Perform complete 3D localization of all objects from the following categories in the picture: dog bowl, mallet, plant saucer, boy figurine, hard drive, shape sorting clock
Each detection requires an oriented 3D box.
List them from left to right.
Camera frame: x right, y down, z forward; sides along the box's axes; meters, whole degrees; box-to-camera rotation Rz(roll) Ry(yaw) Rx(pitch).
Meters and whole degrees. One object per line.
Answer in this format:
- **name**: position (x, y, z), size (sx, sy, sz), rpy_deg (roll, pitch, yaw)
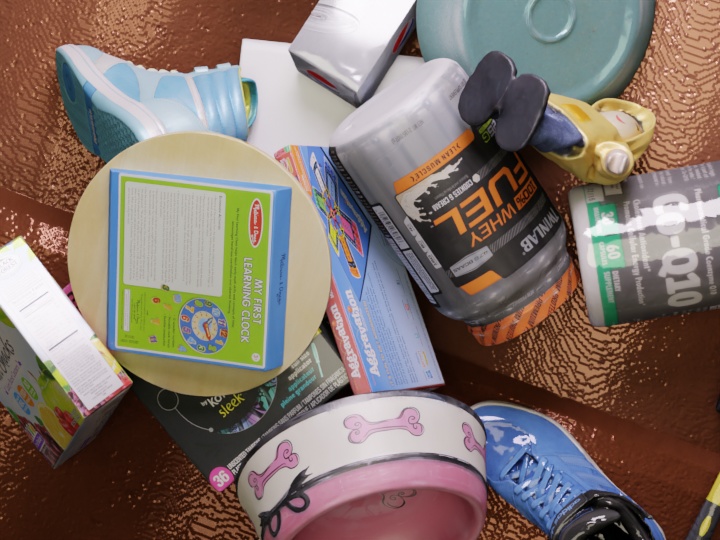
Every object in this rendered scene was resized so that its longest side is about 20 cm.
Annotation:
- **shape sorting clock**: position (-0.118, -0.004, 1.266), size (0.198, 0.039, 0.202), rpy_deg (4, 106, 12)
- **hard drive**: position (-0.004, -0.112, 1.402), size (0.198, 0.027, 0.133), rpy_deg (7, 93, 6)
- **dog bowl**: position (0.008, 0.176, 1.310), size (0.199, 0.200, 0.074), rpy_deg (-22, 54, 7)
- **plant saucer**: position (0.143, -0.199, 1.335), size (0.198, 0.036, 0.202), rpy_deg (-4, 107, -13)
- **boy figurine**: position (0.161, -0.105, 1.284), size (0.124, 0.199, 0.065), rpy_deg (40, 109, 36)
- **mallet**: position (0.295, 0.182, 1.369), size (0.065, 0.041, 0.202), rpy_deg (17, 98, 10)

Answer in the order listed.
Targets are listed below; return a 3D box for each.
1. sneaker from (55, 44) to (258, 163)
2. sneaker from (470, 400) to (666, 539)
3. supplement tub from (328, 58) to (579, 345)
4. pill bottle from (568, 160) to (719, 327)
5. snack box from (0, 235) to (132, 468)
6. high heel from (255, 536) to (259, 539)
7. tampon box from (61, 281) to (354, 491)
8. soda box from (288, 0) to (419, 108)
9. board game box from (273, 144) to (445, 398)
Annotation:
- **sneaker**: position (-0.158, -0.137, 1.387), size (0.130, 0.200, 0.080), rpy_deg (-21, 131, -24)
- **sneaker**: position (0.157, 0.177, 1.346), size (0.200, 0.111, 0.077), rpy_deg (41, 96, 5)
- **supplement tub**: position (0.075, -0.050, 1.315), size (0.122, 0.123, 0.201), rpy_deg (-34, 103, 7)
- **pill bottle**: position (0.266, -0.026, 1.325), size (0.198, 0.113, 0.114), rpy_deg (-10, 90, 7)
- **snack box**: position (-0.254, 0.069, 1.354), size (0.053, 0.200, 0.143), rpy_deg (-35, 85, -24)
- **high heel**: position (-0.084, 0.302, 1.411), size (0.096, 0.067, 0.201), rpy_deg (34, 90, -1)
- **tampon box**: position (-0.108, 0.040, 1.356), size (0.150, 0.126, 0.200), rpy_deg (-41, 90, 13)
- **soda box**: position (0.024, -0.232, 1.360), size (0.068, 0.063, 0.201), rpy_deg (32, 86, 7)
- **board game box**: position (0.000, 0.000, 1.324), size (0.019, 0.103, 0.201), rpy_deg (-26, 76, 32)
